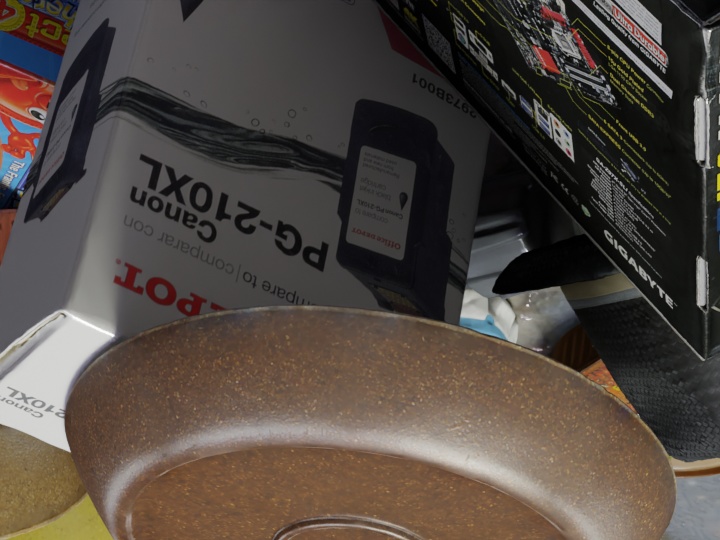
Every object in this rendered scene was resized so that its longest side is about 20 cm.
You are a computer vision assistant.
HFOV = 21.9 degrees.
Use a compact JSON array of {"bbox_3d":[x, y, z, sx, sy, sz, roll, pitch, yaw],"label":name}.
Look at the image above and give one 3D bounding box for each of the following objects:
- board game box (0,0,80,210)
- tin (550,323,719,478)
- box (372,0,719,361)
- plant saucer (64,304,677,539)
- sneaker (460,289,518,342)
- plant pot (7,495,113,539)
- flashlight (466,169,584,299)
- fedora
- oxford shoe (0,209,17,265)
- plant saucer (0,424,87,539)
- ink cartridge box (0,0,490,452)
[{"bbox_3d":[-0.179,-0.063,0.783,0.195,0.056,0.200,22,147,-17],"label":"board game box"},{"bbox_3d":[0.165,0.044,0.866,0.111,0.042,0.200,27,146,-17],"label":"tin"},{"bbox_3d":[0.057,-0.089,0.548,0.049,0.200,0.160,-32,147,-12],"label":"box"},{"bbox_3d":[0.000,0.079,0.595,0.199,0.035,0.201,6,146,4],"label":"plant saucer"},{"bbox_3d":[0.053,0.092,0.934,0.074,0.087,0.200,-3,148,17],"label":"sneaker"},{"bbox_3d":[-0.138,0.114,0.959,0.199,0.200,0.143,-9,123,30],"label":"plant pot"},{"bbox_3d":[0.000,0.000,0.820,0.199,0.068,0.068,-15,131,36],"label":"flashlight"},{"bbox_3d":[0.145,0.016,0.683,0.199,0.092,0.201,-16,180,0],"label":"fedora"},{"bbox_3d":[-0.199,0.005,0.715,0.073,0.071,0.200,1,176,25],"label":"oxford shoe"},{"bbox_3d":[-0.200,0.043,0.767,0.199,0.200,0.036,16,112,-8],"label":"plant saucer"},{"bbox_3d":[-0.037,-0.026,0.657,0.144,0.201,0.084,26,146,-23],"label":"ink cartridge box"}]
